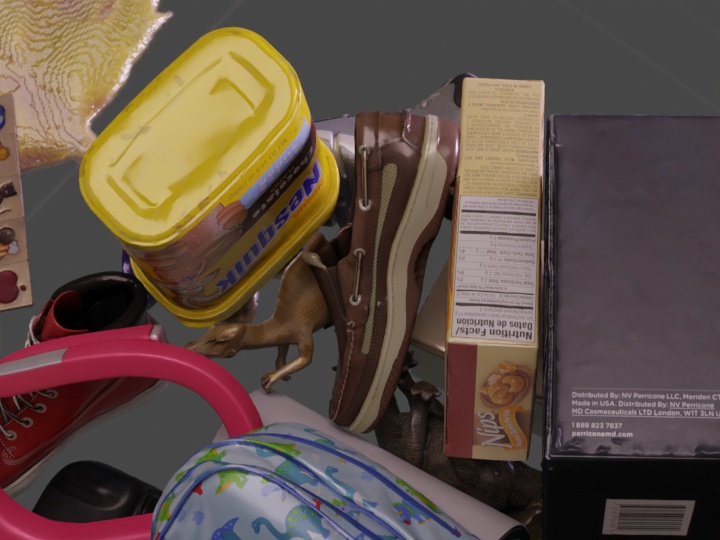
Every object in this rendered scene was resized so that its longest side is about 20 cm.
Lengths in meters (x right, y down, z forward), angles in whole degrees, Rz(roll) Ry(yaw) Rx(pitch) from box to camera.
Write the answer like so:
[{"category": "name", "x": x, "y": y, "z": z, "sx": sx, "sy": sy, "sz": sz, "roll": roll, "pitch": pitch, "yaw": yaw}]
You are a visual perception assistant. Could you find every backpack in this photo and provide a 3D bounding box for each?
[{"category": "backpack", "x": -0.024, "y": 0.174, "z": 1.062, "sx": 0.200, "sy": 0.153, "sz": 0.164, "roll": 47, "pitch": 117, "yaw": 26}]

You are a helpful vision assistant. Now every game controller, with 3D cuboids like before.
[{"category": "game controller", "x": -0.191, "y": 0.217, "z": 1.200, "sx": 0.103, "sy": 0.042, "sz": 0.201, "roll": 18, "pitch": 68, "yaw": 27}]

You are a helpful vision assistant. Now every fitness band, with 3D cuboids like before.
[{"category": "fitness band", "x": -0.154, "y": 0.109, "z": 1.148, "sx": 0.198, "sy": 0.145, "sz": 0.038, "roll": -10, "pitch": 24, "yaw": 13}]

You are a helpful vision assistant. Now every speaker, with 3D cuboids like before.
[{"category": "speaker", "x": 0.001, "y": 0.148, "z": 1.168, "sx": 0.199, "sy": 0.081, "sz": 0.082, "roll": 26, "pitch": 70, "yaw": 27}]

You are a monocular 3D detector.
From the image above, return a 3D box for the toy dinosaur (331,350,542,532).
[{"category": "toy dinosaur", "x": 0.052, "y": 0.116, "z": 1.199, "sx": 0.198, "sy": 0.103, "sz": 0.077, "roll": 17, "pitch": 28, "yaw": 26}]

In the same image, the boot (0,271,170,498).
[{"category": "boot", "x": -0.216, "y": 0.075, "z": 1.200, "sx": 0.199, "sy": 0.145, "sz": 0.073, "roll": -33, "pitch": 70, "yaw": -9}]

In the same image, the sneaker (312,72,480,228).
[{"category": "sneaker", "x": 0.026, "y": -0.089, "z": 1.308, "sx": 0.198, "sy": 0.076, "sz": 0.116, "roll": 6, "pitch": 42, "yaw": 19}]

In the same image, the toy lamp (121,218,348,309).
[{"category": "toy lamp", "x": -0.057, "y": -0.003, "z": 1.274, "sx": 0.198, "sy": 0.058, "sz": 0.059, "roll": -4, "pitch": 66, "yaw": 4}]

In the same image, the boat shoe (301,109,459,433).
[{"category": "boat shoe", "x": 0.000, "y": -0.002, "z": 1.148, "sx": 0.074, "sy": 0.075, "sz": 0.204, "roll": 12, "pitch": 106, "yaw": -7}]

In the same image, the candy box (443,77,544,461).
[{"category": "candy box", "x": 0.080, "y": -0.003, "z": 1.133, "sx": 0.055, "sy": 0.116, "sz": 0.202, "roll": 2, "pitch": 52, "yaw": 4}]

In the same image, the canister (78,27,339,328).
[{"category": "canister", "x": -0.088, "y": -0.053, "z": 1.155, "sx": 0.149, "sy": 0.200, "sz": 0.087, "roll": -45, "pitch": 77, "yaw": -6}]

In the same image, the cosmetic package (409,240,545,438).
[{"category": "cosmetic package", "x": 0.140, "y": 0.055, "z": 1.227, "sx": 0.198, "sy": 0.073, "sz": 0.104, "roll": 24, "pitch": 69, "yaw": 14}]

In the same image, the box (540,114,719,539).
[{"category": "box", "x": 0.162, "y": 0.043, "z": 1.081, "sx": 0.122, "sy": 0.200, "sz": 0.201, "roll": 0, "pitch": 67, "yaw": 5}]

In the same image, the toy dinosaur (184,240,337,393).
[{"category": "toy dinosaur", "x": -0.018, "y": 0.013, "z": 1.195, "sx": 0.058, "sy": 0.102, "sz": 0.200, "roll": 31, "pitch": 64, "yaw": 35}]

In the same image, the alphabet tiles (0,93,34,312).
[{"category": "alphabet tiles", "x": -0.320, "y": -0.052, "z": 1.337, "sx": 0.165, "sy": 0.008, "sz": 0.202, "roll": -10, "pitch": 66, "yaw": -1}]
